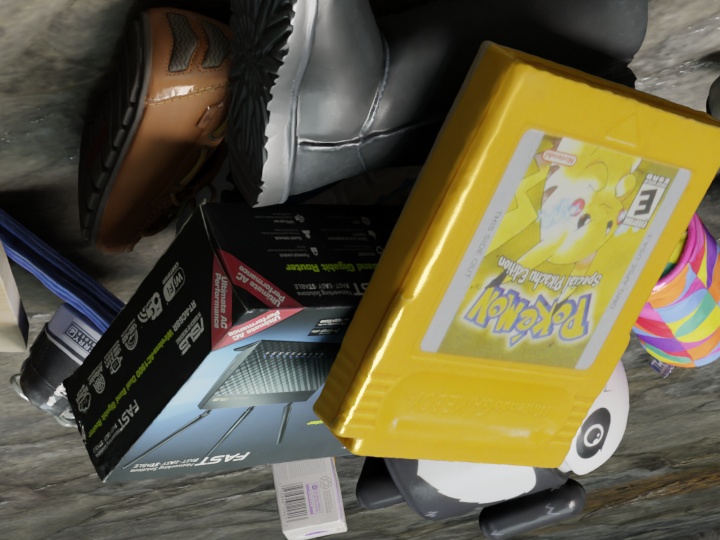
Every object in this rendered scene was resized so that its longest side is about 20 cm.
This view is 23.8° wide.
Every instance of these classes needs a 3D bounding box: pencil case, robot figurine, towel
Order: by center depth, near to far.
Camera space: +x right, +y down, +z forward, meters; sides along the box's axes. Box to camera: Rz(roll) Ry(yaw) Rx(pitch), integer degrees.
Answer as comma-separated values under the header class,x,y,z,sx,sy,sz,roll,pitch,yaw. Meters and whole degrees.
class,x,y,z,sx,sy,sz,roll,pitch,yaw
towel,-0.152,0.028,1.029,0.024,0.144,0.200,-52,164,-7
pencil case,0.196,0.005,1.114,0.088,0.089,0.200,-15,158,15
robot figurine,0.082,0.097,1.152,0.199,0.126,0.150,-19,146,17

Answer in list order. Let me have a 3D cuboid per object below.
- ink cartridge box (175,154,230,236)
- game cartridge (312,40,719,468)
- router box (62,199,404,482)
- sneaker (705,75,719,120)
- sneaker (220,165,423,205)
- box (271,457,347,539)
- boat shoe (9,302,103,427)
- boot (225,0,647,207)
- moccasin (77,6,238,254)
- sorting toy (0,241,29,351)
class,x,y,z,sx,sy,sz,roll,pitch,yaw
ink cartridge box,0.000,0.000,1.010,0.199,0.087,0.146,15,155,-18
game cartridge,0.081,0.003,0.815,0.176,0.032,0.201,9,111,-44
router box,-0.027,0.035,0.855,0.199,0.062,0.150,-1,145,-40
sneaker,0.266,-0.076,1.024,0.198,0.077,0.114,-6,157,-36
sneaker,0.026,-0.051,0.891,0.199,0.075,0.087,-22,149,-4
box,-0.044,0.071,1.092,0.041,0.201,0.039,-12,161,1
boat shoe,-0.180,0.066,1.090,0.068,0.073,0.199,-51,-174,-4
boot,0.043,-0.113,0.761,0.199,0.066,0.165,-12,144,-20
moccasin,-0.096,-0.064,0.853,0.077,0.074,0.202,4,149,-20
sorting toy,-0.300,0.034,0.971,0.198,0.070,0.199,3,162,-5
